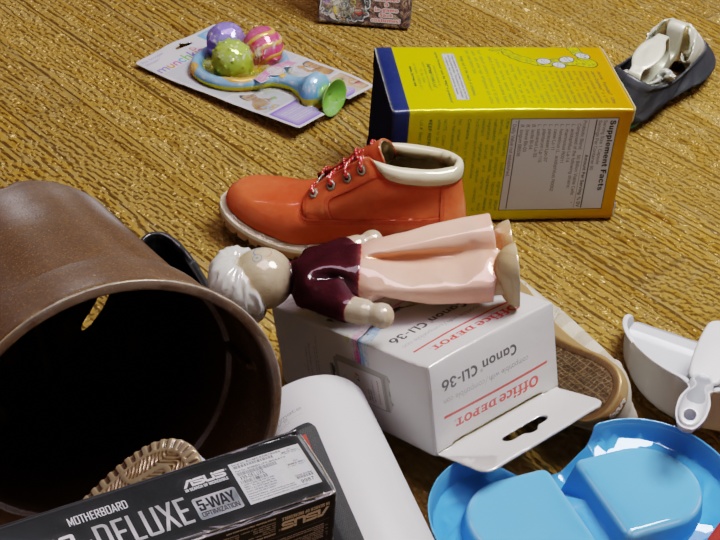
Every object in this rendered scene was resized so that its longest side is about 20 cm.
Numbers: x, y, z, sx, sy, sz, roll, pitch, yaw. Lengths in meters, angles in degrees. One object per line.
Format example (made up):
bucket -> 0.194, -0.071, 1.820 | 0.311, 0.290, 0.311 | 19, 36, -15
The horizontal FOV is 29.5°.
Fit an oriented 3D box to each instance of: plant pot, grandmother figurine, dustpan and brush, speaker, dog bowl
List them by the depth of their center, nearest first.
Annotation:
speaker -> -0.002, 0.153, 0.801 | 0.081, 0.081, 0.200 | -8, 40, -17
dog bowl -> 0.135, 0.156, 0.838 | 0.200, 0.050, 0.112 | -10, 40, -20
plant pot -> -0.181, 0.051, 0.839 | 0.200, 0.201, 0.198 | -16, 34, -25
grandmother figurine -> 0.000, 0.000, 0.892 | 0.200, 0.061, 0.121 | -5, 15, 2
dustpan and brush -> 0.232, 0.075, 0.922 | 0.139, 0.057, 0.200 | 18, 31, 16

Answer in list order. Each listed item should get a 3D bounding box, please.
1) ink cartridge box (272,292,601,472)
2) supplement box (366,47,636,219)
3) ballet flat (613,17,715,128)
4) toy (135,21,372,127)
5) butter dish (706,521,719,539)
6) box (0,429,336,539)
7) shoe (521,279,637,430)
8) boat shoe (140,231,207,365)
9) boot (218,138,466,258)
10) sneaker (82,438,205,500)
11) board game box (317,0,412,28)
ink cartridge box -> 0.049, 0.054, 0.905 | 0.116, 0.068, 0.200 | -25, 30, -34
supplement box -> 0.112, -0.115, 1.144 | 0.200, 0.109, 0.110 | -1, 37, -8
ballet flat -> 0.291, -0.200, 1.308 | 0.073, 0.073, 0.200 | 27, 42, 26
toy -> -0.099, -0.199, 1.282 | 0.200, 0.047, 0.115 | 27, 41, 26
butter dish -> 0.237, 0.204, 0.704 | 0.148, 0.200, 0.200 | -36, 48, -11
box -> -0.112, 0.179, 0.691 | 0.200, 0.158, 0.050 | -16, 42, -24
shoe -> 0.122, 0.056, 0.972 | 0.053, 0.070, 0.200 | 31, 8, -45
boat shoe -> -0.117, 0.042, 0.946 | 0.070, 0.066, 0.200 | -9, 39, -17
boot -> -0.013, -0.063, 1.065 | 0.200, 0.107, 0.075 | 8, 39, 7
sneaker -> -0.147, 0.186, 0.763 | 0.200, 0.109, 0.070 | -37, 49, -3
board game box -> 0.012, -0.375, 1.400 | 0.097, 0.200, 0.160 | 4, 38, 0
